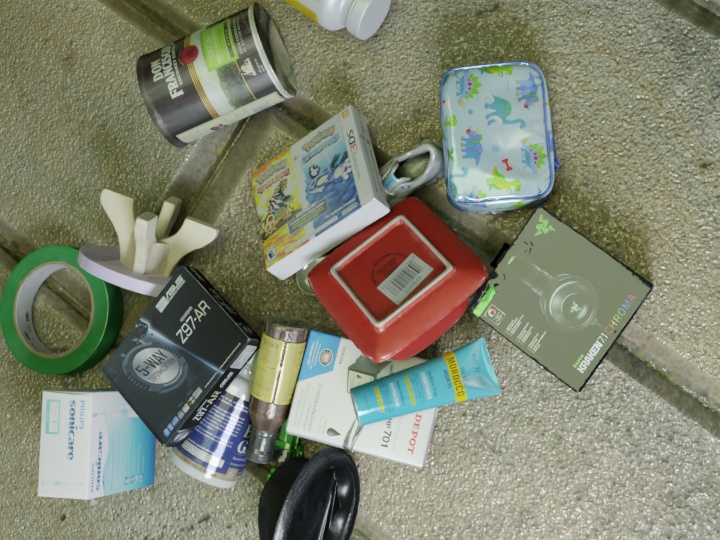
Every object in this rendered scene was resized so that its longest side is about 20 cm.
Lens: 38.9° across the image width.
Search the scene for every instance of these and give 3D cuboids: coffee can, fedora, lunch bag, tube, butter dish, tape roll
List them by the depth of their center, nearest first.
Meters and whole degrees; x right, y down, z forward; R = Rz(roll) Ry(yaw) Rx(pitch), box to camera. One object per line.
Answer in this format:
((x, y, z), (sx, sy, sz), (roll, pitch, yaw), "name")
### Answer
((0.085, 0.155, 1.364), (0.196, 0.050, 0.079), (-17, 86, -6), "tube")
((0.061, 0.038, 1.396), (0.199, 0.149, 0.200), (-37, 50, -7), "butter dish")
((0.192, -0.184, 1.426), (0.157, 0.082, 0.204), (-5, 83, 6), "lunch bag")
((-0.085, 0.338, 1.431), (0.090, 0.199, 0.205), (14, 89, 37), "fedora")
((-0.213, -0.291, 1.526), (0.197, 0.146, 0.149), (-21, 80, 12), "coffee can")
((-0.476, 0.064, 1.621), (0.196, 0.048, 0.205), (-1, 85, 16), "tape roll")

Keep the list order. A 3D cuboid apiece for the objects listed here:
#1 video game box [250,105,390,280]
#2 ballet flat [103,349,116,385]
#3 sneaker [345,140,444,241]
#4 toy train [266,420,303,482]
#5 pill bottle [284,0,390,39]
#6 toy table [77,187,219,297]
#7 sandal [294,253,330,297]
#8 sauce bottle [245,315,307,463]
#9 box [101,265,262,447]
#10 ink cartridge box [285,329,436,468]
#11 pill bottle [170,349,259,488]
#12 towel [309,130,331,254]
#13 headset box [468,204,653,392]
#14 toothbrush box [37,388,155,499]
((-0.062, -0.113, 1.465), (0.198, 0.047, 0.185), (-32, 48, 22), "video game box")
((-0.319, 0.132, 1.559), (0.197, 0.072, 0.074), (-15, 81, 15), "ballet flat")
((0.037, -0.120, 1.465), (0.200, 0.087, 0.075), (-42, 82, 8), "sneaker")
((-0.106, 0.254, 1.492), (0.041, 0.056, 0.204), (12, 89, 16), "toy train")
((-0.055, -0.428, 1.510), (0.199, 0.112, 0.113), (37, 95, 16), "pill bottle")
((-0.315, -0.040, 1.525), (0.196, 0.184, 0.119), (16, 105, -10), "toy table")
((-0.001, 0.001, 1.479), (0.197, 0.057, 0.081), (-12, 83, 5), "sandal")
((-0.123, 0.166, 1.419), (0.064, 0.065, 0.204), (18, 101, 17), "sauce bottle")
((-0.255, 0.121, 1.449), (0.160, 0.043, 0.201), (44, 100, 22), "box")
((0.010, 0.180, 1.426), (0.196, 0.086, 0.149), (13, 81, 7), "ink cartridge box")
((-0.190, 0.203, 1.493), (0.110, 0.111, 0.203), (26, 93, 16), "pill bottle")
((-0.062, -0.106, 1.535), (0.085, 0.018, 0.204), (15, 90, 22), "towel")
((0.266, 0.035, 1.386), (0.199, 0.093, 0.175), (38, 95, 16), "headset box")
((-0.381, 0.249, 1.498), (0.084, 0.200, 0.150), (0, 86, 15), "toothbrush box")
